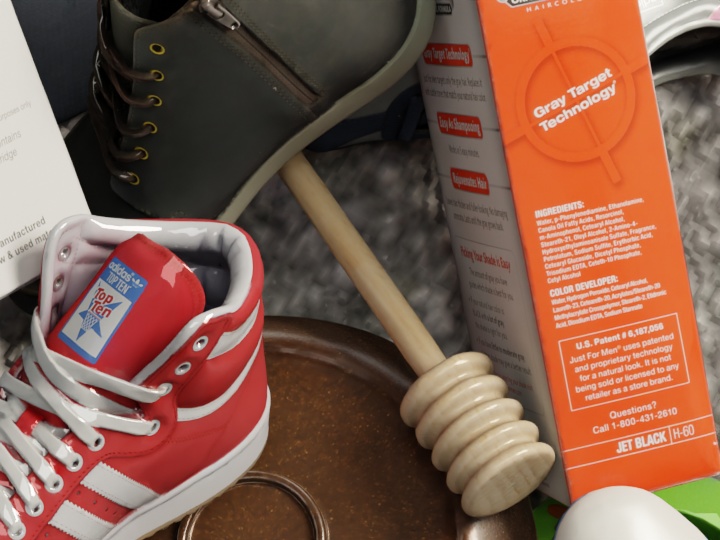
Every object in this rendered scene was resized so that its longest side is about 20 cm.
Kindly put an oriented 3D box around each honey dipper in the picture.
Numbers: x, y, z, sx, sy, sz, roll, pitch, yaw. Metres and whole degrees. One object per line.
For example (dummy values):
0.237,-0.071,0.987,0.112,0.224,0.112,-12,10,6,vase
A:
0.000,0.000,1.045,0.038,0.038,0.200,-28,63,-16,honey dipper

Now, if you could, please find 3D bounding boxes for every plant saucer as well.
-0.037,0.100,1.035,0.199,0.035,0.201,-2,63,3,plant saucer

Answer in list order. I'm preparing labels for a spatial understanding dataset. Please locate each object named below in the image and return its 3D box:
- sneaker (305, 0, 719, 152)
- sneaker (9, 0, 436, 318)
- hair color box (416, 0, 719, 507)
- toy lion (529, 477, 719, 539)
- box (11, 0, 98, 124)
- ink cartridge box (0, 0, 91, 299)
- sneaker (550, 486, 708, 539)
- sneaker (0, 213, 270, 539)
0.066,-0.076,1.115,0.199,0.070,0.082,-23,73,-13,sneaker
-0.078,-0.061,1.028,0.200,0.106,0.075,-41,56,21,sneaker
0.069,-0.025,1.046,0.061,0.101,0.201,-13,99,-12,hair color box
0.069,0.151,1.049,0.191,0.069,0.200,32,69,12,toy lion
-0.069,-0.143,1.050,0.157,0.200,0.051,-27,67,-16,box
-0.195,-0.076,0.990,0.083,0.145,0.201,-32,106,-50,ink cartridge box
0.121,0.160,0.967,0.072,0.073,0.201,-19,75,-14,sneaker
-0.103,0.056,0.950,0.071,0.113,0.200,32,50,24,sneaker
